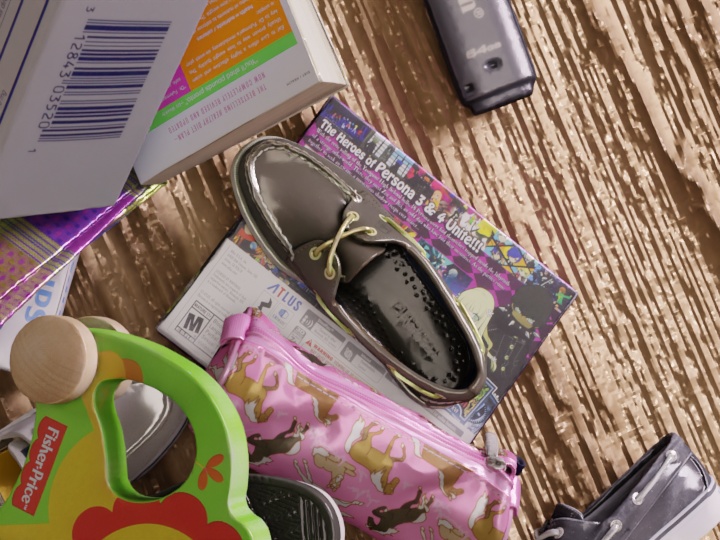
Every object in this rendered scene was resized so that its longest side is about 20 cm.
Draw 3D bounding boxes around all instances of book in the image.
[{"bbox_3d":[-0.107,-0.168,0.891,0.133,0.048,0.202,-25,85,20],"label":"book"}]

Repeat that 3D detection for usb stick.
[{"bbox_3d":[0.057,-0.200,0.996,0.055,0.033,0.202,-20,89,-10],"label":"usb stick"}]

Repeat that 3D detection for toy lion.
[{"bbox_3d":[-0.117,0.145,0.825,0.190,0.069,0.202,22,93,17],"label":"toy lion"}]

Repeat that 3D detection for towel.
[{"bbox_3d":[-0.214,-0.044,0.885,0.143,0.023,0.200,33,47,10],"label":"towel"}]

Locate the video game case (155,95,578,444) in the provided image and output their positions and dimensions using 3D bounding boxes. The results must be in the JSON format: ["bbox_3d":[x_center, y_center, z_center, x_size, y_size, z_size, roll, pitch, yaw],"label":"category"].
[{"bbox_3d":[0.005,0.025,0.970,0.199,0.036,0.182,37,83,-4],"label":"video game case"}]

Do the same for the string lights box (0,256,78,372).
[{"bbox_3d":[-0.269,-0.011,0.922,0.198,0.059,0.104,17,84,-7],"label":"string lights box"}]

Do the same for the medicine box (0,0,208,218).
[{"bbox_3d":[-0.189,-0.162,0.840,0.200,0.102,0.183,46,123,27],"label":"medicine box"}]

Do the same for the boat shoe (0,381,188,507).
[{"bbox_3d":[-0.184,0.113,0.919,0.198,0.070,0.071,-28,90,-9],"label":"boat shoe"}]

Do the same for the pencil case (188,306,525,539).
[{"bbox_3d":[-0.003,0.100,0.906,0.198,0.083,0.087,28,91,-4],"label":"pencil case"}]

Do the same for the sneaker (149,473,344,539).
[{"bbox_3d":[-0.082,0.164,0.902,0.198,0.120,0.085,-14,79,22],"label":"sneaker"}]

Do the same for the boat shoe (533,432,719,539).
[{"bbox_3d":[0.134,0.175,0.961,0.199,0.072,0.068,-36,93,-12],"label":"boat shoe"}]

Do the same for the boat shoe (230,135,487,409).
[{"bbox_3d":[0.002,-0.002,0.922,0.072,0.060,0.202,-42,93,-9],"label":"boat shoe"}]
